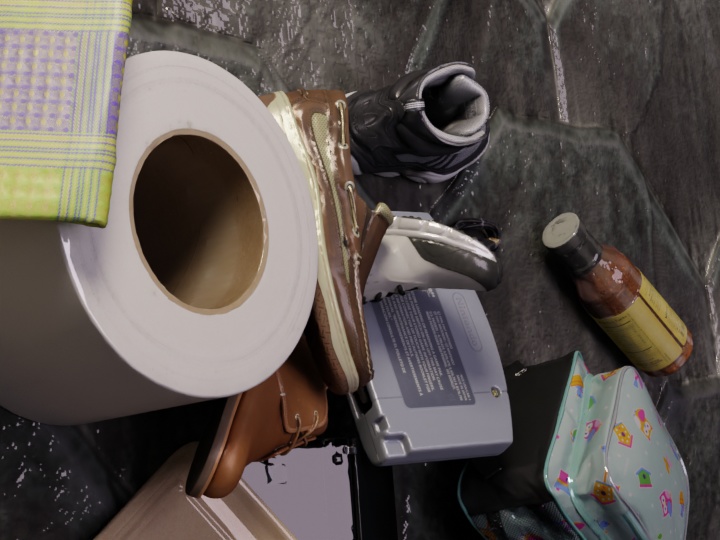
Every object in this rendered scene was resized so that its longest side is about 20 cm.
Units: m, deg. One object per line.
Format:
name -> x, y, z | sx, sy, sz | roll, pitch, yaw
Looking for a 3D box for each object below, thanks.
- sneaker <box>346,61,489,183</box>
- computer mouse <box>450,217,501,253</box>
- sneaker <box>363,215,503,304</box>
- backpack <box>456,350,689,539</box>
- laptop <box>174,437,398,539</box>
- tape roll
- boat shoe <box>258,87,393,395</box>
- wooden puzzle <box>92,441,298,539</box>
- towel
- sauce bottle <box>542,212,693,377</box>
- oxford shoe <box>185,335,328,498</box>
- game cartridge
sneaker -> 0.069, -0.117, 1.145 | 0.199, 0.113, 0.076 | -7, 85, -50
computer mouse -> 0.070, 0.003, 1.176 | 0.200, 0.034, 0.059 | -39, 108, -47
sneaker -> 0.000, 0.000, 1.003 | 0.074, 0.198, 0.081 | 58, 41, -75
backpack -> 0.183, 0.185, 1.166 | 0.201, 0.152, 0.176 | 64, 28, -30
laptop -> -0.043, 0.211, 1.006 | 0.198, 0.103, 0.179 | 0, 78, -23
tape roll -> -0.140, -0.015, 0.857 | 0.202, 0.138, 0.205 | 16, 68, -46
boat shoe -> -0.012, -0.025, 0.937 | 0.074, 0.075, 0.204 | -13, 85, -12
wooden puzzle -> -0.104, 0.234, 0.881 | 0.185, 0.037, 0.200 | 48, 50, -6
towel -> -0.192, -0.118, 0.757 | 0.142, 0.023, 0.202 | 1, 69, -3
sauce bottle -> 0.240, 0.021, 1.344 | 0.200, 0.066, 0.066 | 47, 48, -31
oxford shoe -> -0.057, 0.091, 0.921 | 0.071, 0.072, 0.200 | 31, 26, 0
game cartridge -> 0.037, 0.047, 1.063 | 0.132, 0.042, 0.202 | 4, 57, -39
